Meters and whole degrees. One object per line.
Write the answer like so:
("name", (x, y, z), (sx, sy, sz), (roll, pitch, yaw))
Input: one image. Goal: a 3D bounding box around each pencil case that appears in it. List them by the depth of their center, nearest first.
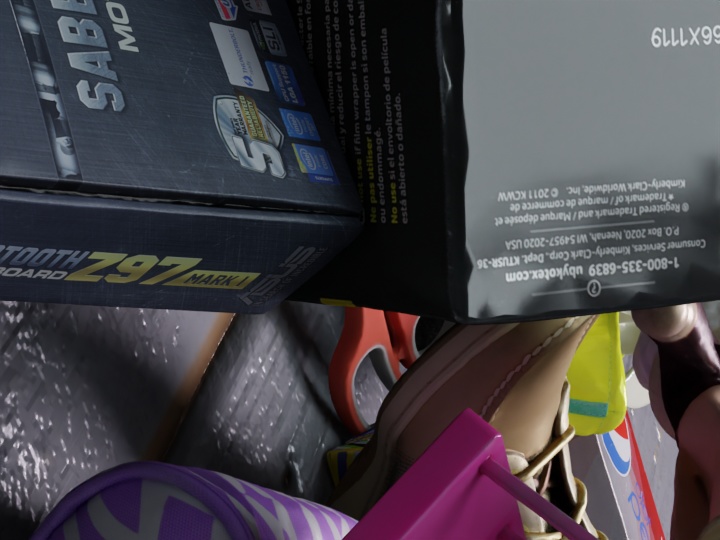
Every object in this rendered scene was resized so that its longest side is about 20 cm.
("pencil case", (-0.028, 0.112, 0.764), (0.085, 0.084, 0.200), (45, 8, 24))

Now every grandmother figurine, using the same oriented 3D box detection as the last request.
("grandmother figurine", (0.111, 0.053, 0.730), (0.200, 0.061, 0.121), (-88, 155, -74))

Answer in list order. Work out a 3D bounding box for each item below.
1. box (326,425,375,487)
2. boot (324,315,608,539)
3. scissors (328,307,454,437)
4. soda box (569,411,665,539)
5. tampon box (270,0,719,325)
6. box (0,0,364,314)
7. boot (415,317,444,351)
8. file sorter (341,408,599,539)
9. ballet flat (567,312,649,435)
("box", (0.058, 0.151, 0.983), (0.064, 0.070, 0.200), (-25, 101, -45))
("boot", (0.070, 0.096, 0.850), (0.155, 0.200, 0.073), (46, 49, 15))
("scissors", (0.000, 0.000, 0.944), (0.073, 0.014, 0.200), (-48, 148, -14))
("soda box", (0.098, 0.109, 1.168), (0.070, 0.063, 0.200), (-42, 116, -69))
("tampon box", (0.025, -0.058, 0.708), (0.150, 0.200, 0.126), (-5, 96, -32))
("box", (-0.098, -0.087, 0.608), (0.158, 0.051, 0.200), (4, 55, -42))
("boot", (0.060, -0.078, 1.053), (0.211, 0.079, 0.158), (-57, 153, -20))
("file sorter", (0.040, 0.164, 0.699), (0.125, 0.139, 0.200), (37, -17, 25))
("ballet flat", (0.110, 0.021, 1.064), (0.200, 0.067, 0.067), (-45, 146, -62))
